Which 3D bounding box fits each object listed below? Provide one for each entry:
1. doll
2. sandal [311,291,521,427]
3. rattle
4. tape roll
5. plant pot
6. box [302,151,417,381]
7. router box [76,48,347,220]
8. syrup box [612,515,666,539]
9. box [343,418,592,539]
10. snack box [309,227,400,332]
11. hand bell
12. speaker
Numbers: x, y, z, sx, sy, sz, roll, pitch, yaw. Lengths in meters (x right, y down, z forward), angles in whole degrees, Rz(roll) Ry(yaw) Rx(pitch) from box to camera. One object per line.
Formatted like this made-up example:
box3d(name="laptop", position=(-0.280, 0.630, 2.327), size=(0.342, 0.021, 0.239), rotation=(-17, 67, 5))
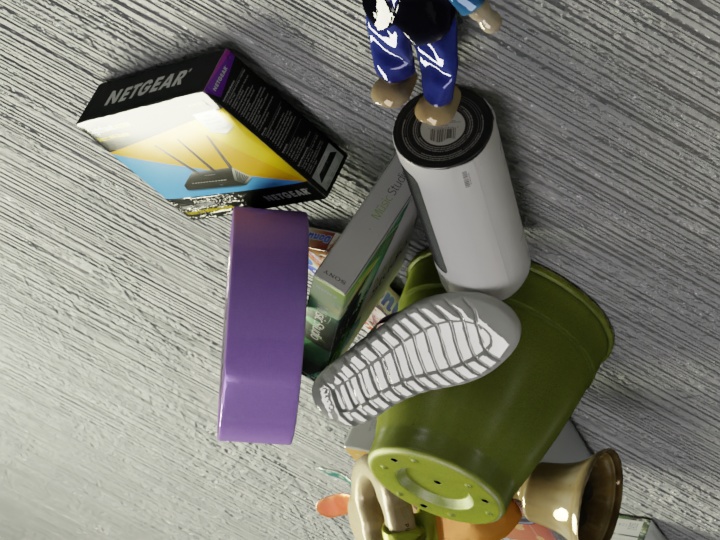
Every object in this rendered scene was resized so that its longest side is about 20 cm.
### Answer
box3d(name="doll", position=(0.037, -0.189, 1.334), size=(0.136, 0.048, 0.200), rotation=(24, 150, 24))
box3d(name="sandal", position=(0.044, 0.065, 1.598), size=(0.203, 0.050, 0.082), rotation=(-25, 108, 26))
box3d(name="rattle", position=(0.049, 0.227, 1.888), size=(0.130, 0.143, 0.200), rotation=(63, 165, -3))
box3d(name="tape roll", position=(-0.084, 0.047, 1.615), size=(0.066, 0.200, 0.200), rotation=(3, 154, -5))
box3d(name="plant pot", position=(0.099, 0.113, 1.684), size=(0.200, 0.193, 0.200), rotation=(20, 154, 10))
box3d(name="box", position=(0.000, 0.000, 1.612), size=(0.036, 0.144, 0.200), rotation=(29, 155, 8))
box3d(name="router box", position=(-0.129, -0.112, 1.621), size=(0.149, 0.051, 0.200), rotation=(40, 152, -29))
box3d(name="syrup box", position=(0.258, 0.363, 2.007), size=(0.079, 0.200, 0.081), rotation=(3, 147, 36))
box3d(name="box", position=(0.112, 0.185, 1.908), size=(0.200, 0.106, 0.152), rotation=(7, 149, 33))
box3d(name="snack box", position=(0.006, 0.026, 1.784), size=(0.072, 0.024, 0.200), rotation=(13, 154, 48))
box3d(name="hand bell", position=(0.131, 0.198, 1.754), size=(0.200, 0.104, 0.104), rotation=(9, 150, 28))
box3d(name="speaker", position=(0.084, -0.056, 1.511), size=(0.081, 0.081, 0.200), rotation=(14, 153, 22))
